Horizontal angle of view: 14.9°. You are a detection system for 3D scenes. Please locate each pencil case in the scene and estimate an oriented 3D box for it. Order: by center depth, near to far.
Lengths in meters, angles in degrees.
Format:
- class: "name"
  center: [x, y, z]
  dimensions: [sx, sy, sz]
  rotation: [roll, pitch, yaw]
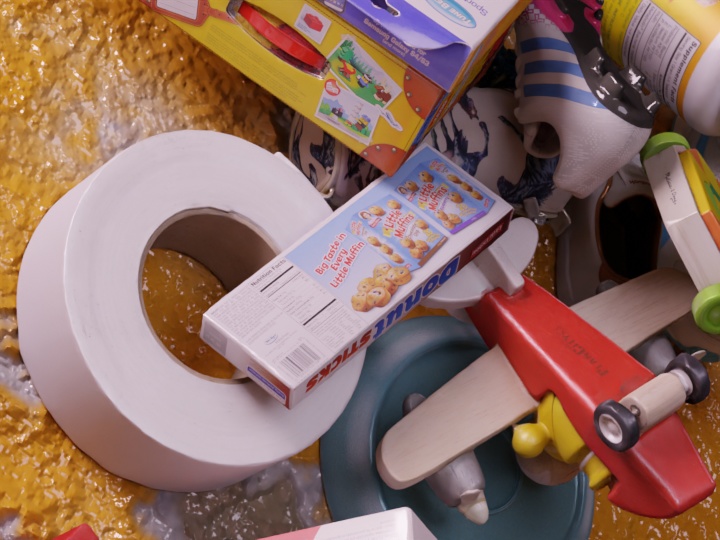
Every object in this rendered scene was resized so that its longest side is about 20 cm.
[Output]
- class: "pencil case"
  center: [0.047, -0.072, 1.715]
  dimensions: [0.199, 0.078, 0.090]
  rotation: [1, 57, -32]

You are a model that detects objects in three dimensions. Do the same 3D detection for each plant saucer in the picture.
- class: "plant saucer"
  center: [0.068, 0.121, 1.692]
  dimensions: [0.199, 0.027, 0.202]
  rotation: [11, 68, -29]

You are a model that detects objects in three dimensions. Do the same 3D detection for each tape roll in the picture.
- class: "tape roll"
  center: [-0.096, 0.023, 1.598]
  dimensions: [0.201, 0.071, 0.204]
  rotation: [11, 68, -28]

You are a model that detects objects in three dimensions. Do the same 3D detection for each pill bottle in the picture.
- class: "pill bottle"
  center: [0.217, -0.163, 1.786]
  dimensions: [0.109, 0.110, 0.200]
  rotation: [-25, 56, -35]

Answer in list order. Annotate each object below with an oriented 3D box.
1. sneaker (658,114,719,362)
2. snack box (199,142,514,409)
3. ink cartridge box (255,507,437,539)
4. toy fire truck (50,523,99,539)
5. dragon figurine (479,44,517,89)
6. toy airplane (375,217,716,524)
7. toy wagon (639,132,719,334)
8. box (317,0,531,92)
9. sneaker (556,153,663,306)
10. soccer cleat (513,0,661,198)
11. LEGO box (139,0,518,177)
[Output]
- class: "sneaker"
  center: [0.240, -0.038, 1.822]
  dimensions: [0.076, 0.081, 0.201]
  rotation: [20, 65, -26]
- class: "snack box"
  center: [0.000, 0.000, 1.589]
  dimensions: [0.072, 0.024, 0.200]
  rotation: [37, 53, 20]
- class: "ink cartridge box"
  center: [-0.009, 0.243, 1.516]
  dimensions: [0.068, 0.116, 0.201]
  rotation: [53, 29, -51]
- class: "toy fire truck"
  center: [-0.172, 0.216, 1.496]
  dimensions: [0.141, 0.049, 0.200]
  rotation: [-42, 98, -34]
- class: "dragon figurine"
  center: [0.040, -0.178, 1.760]
  dimensions: [0.199, 0.059, 0.100]
  rotation: [22, 62, -25]
- class: "toy airplane"
  center: [0.111, 0.068, 1.654]
  dimensions: [0.198, 0.142, 0.200]
  rotation: [6, 45, -2]
- class: "toy wagon"
  center: [0.233, 0.008, 1.710]
  dimensions: [0.200, 0.039, 0.156]
  rotation: [49, 19, -39]
- class: "box"
  center: [0.041, -0.182, 1.611]
  dimensions: [0.119, 0.042, 0.200]
  rotation: [35, 41, 5]
- class: "sneaker"
  center: [0.165, -0.066, 1.784]
  dimensions: [0.072, 0.085, 0.202]
  rotation: [2, 71, -29]
- class: "soccer cleat"
  center: [0.118, -0.124, 1.701]
  dimensions: [0.070, 0.087, 0.201]
  rotation: [24, 27, -30]
- class: "LEGO box"
  center: [-0.018, -0.168, 1.652]
  dimensions: [0.199, 0.077, 0.149]
  rotation: [35, 38, 6]
